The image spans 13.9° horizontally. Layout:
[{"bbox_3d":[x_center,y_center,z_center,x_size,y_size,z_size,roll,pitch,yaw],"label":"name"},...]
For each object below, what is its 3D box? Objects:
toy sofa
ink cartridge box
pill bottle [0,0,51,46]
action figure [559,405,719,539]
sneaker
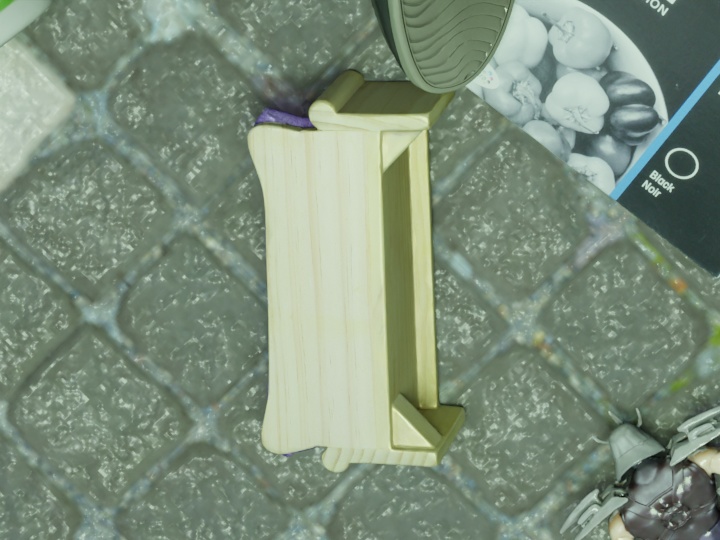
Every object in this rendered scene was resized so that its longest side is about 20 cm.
[{"bbox_3d":[0.000,0.000,1.559,0.097,0.083,0.201,1,106,13],"label":"toy sofa"},{"bbox_3d":[0.164,-0.125,1.489,0.198,0.043,0.200,37,124,1],"label":"ink cartridge box"},{"bbox_3d":[-0.262,-0.184,1.529,0.111,0.111,0.200,-36,98,16],"label":"pill bottle"},{"bbox_3d":[0.193,0.155,1.586,0.130,0.069,0.200,-38,94,23],"label":"action figure"},{"bbox_3d":[0.021,-0.195,1.492,0.074,0.106,0.201,-13,108,-25],"label":"sneaker"}]
